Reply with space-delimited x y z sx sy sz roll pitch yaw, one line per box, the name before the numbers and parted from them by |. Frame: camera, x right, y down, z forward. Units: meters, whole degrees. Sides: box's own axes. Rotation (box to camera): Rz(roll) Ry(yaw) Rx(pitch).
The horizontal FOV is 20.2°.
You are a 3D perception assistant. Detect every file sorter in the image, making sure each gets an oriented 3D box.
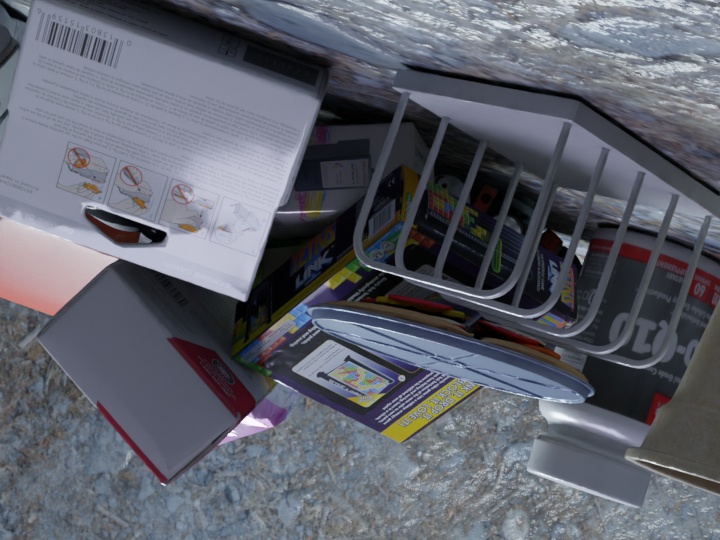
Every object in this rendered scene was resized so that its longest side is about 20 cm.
file sorter | 0.111 -0.027 1.268 0.138 0.126 0.199 16 174 39

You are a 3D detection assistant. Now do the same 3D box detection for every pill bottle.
pill bottle | 0.208 0.078 1.592 0.113 0.202 0.114 18 175 2

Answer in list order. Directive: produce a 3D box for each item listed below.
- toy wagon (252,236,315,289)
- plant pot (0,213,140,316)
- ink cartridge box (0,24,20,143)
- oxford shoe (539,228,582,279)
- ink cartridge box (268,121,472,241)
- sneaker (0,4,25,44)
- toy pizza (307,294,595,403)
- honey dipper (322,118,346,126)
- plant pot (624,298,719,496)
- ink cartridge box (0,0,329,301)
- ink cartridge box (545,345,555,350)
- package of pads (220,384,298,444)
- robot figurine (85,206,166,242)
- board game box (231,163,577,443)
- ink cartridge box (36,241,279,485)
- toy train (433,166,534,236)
toy wagon | 0.000 0.000 1.543 0.199 0.040 0.155 -6 170 39
plant pot | -0.287 -0.077 1.928 0.198 0.202 0.176 20 164 -19
ink cartridge box | -0.338 -0.128 1.492 0.146 0.083 0.200 34 148 6
oxford shoe | 0.152 0.030 1.641 0.072 0.071 0.200 38 -151 -1
ink cartridge box | -0.010 -0.063 1.477 0.198 0.068 0.117 -1 171 9
sneaker | -0.310 -0.172 1.601 0.113 0.076 0.200 18 169 21
toy pizza | 0.062 0.046 1.344 0.198 0.032 0.200 16 172 2
honey dipper | -0.008 -0.085 1.605 0.038 0.038 0.200 18 173 9
plant pot | 0.277 0.054 1.174 0.199 0.185 0.200 19 175 2
ink cartridge box | -0.139 -0.087 1.358 0.198 0.174 0.044 19 -145 -4
ink cartridge box | 0.047 0.031 1.688 0.199 0.044 0.198 -3 -146 -39
package of pads | -0.147 0.096 1.784 0.120 0.076 0.200 40 150 -17
robot figurine | -0.170 -0.097 1.478 0.149 0.126 0.200 25 176 14
board game box | 0.030 0.029 1.449 0.165 0.057 0.200 28 134 -28
ink cartridge box | -0.138 0.059 1.506 0.148 0.086 0.200 48 -167 1
toy train | 0.077 -0.033 1.623 0.113 0.086 0.200 29 175 -2
